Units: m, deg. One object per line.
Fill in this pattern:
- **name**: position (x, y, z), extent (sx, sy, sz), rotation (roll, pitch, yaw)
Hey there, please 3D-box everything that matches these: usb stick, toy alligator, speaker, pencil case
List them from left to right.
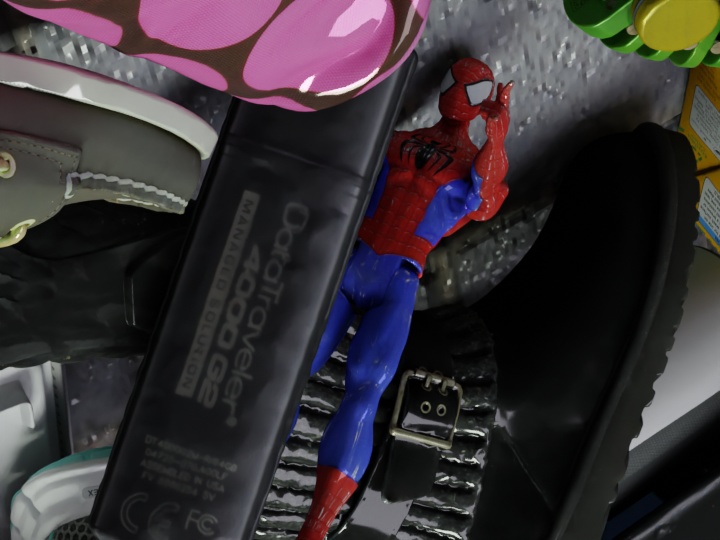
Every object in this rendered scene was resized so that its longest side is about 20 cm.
- **pencil case**: position (-0.057, -0.109, 0.805), extent (0.093, 0.091, 0.199), rotation (-9, 166, 34)
- **usb stick**: position (-0.035, 0.006, 0.926), extent (0.033, 0.055, 0.201), rotation (84, 25, -86)
- **speaker**: position (0.076, 0.072, 1.154), extent (0.199, 0.081, 0.081), rotation (-31, 149, -20)
- **toy alligator**: position (0.139, -0.094, 1.011), extent (0.199, 0.060, 0.054), rotation (9, 137, -30)

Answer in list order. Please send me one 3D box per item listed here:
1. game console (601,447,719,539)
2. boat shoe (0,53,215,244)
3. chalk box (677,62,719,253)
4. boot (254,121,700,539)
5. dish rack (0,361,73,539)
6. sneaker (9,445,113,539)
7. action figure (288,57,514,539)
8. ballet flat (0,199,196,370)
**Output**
- **game console**: position (0.094, 0.124, 1.225), extent (0.199, 0.176, 0.117), rotation (-33, 119, -6)
- **boat shoe**: position (-0.128, -0.037, 0.820), extent (0.201, 0.072, 0.061), rotation (12, 83, -43)
- **chalk box**: position (0.241, -0.065, 1.109), extent (0.199, 0.125, 0.124), rotation (-21, 146, -20)
- **boot**: position (0.032, 0.020, 1.063), extent (0.157, 0.212, 0.079), rotation (22, 166, -13)
- **dish rack**: position (-0.185, 0.092, 0.988), extent (0.199, 0.044, 0.172), rotation (-23, 147, -18)
- **sneaker**: position (-0.092, 0.157, 1.020), extent (0.077, 0.092, 0.201), rotation (-11, 139, -12)
- **action figure**: position (0.000, 0.000, 0.963), extent (0.099, 0.065, 0.201), rotation (80, 34, -64)
- **ballet flat**: position (-0.127, 0.001, 0.919), extent (0.199, 0.057, 0.067), rotation (3, 97, -39)
